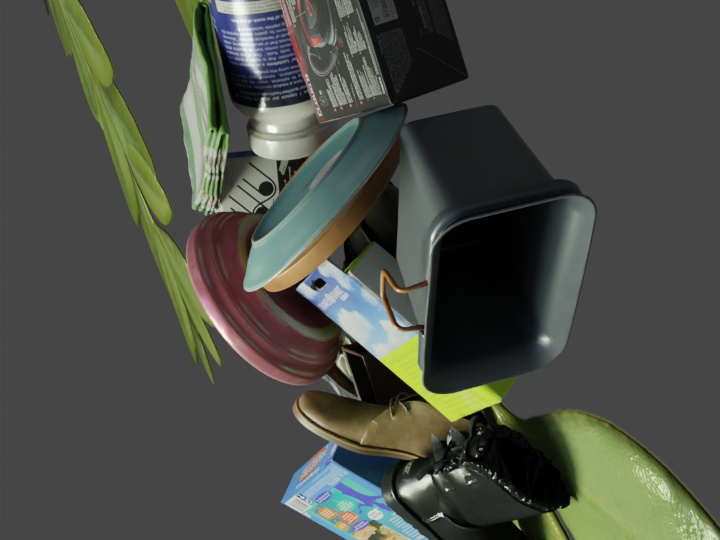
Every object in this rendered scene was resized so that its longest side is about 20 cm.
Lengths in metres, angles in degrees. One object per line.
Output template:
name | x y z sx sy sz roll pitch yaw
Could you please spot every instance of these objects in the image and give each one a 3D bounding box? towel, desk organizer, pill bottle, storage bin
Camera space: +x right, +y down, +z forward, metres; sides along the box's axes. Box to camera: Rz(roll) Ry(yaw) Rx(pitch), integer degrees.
towel | -0.165 -0.161 1.155 0.200 0.031 0.150 117 143 -67
desk organizer | 0.054 0.162 1.214 0.072 0.077 0.201 10 120 69
pill bottle | -0.081 -0.219 1.108 0.116 0.115 0.200 44 150 52
storage bin | 0.078 -0.020 0.866 0.200 0.145 0.135 89 163 -47

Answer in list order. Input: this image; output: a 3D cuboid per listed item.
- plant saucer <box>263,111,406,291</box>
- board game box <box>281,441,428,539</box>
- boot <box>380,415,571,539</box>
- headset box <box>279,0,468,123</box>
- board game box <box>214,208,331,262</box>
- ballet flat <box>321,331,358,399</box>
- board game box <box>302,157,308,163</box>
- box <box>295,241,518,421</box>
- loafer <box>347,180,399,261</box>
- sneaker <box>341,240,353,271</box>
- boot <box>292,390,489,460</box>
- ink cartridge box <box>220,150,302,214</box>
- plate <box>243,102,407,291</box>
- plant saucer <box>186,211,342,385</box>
plant saucer | -0.035 -0.069 1.035 0.032 0.201 0.200 39 170 -18
board game box | 0.032 0.259 1.206 0.200 0.045 0.152 32 144 -8
boot | 0.129 0.220 1.047 0.198 0.073 0.162 39 141 -16
headset box | -0.002 -0.211 0.954 0.200 0.075 0.149 5 114 69
board game box | -0.104 -0.028 1.399 0.105 0.103 0.201 155 94 -78
ballet flat | -0.023 0.112 1.394 0.200 0.073 0.073 46 153 36
board game box | -0.056 -0.115 1.268 0.096 0.030 0.201 145 112 -72
box | 0.041 0.053 1.032 0.200 0.048 0.122 40 157 -2
loafer | 0.019 -0.050 1.091 0.200 0.073 0.072 46 147 45
sneaker | 0.000 0.000 1.223 0.200 0.075 0.116 -156 61 -66
boot | 0.033 0.146 1.123 0.074 0.199 0.076 -72 -2 -63
ink cartridge box | -0.105 -0.033 1.254 0.044 0.094 0.201 -123 28 -72
plate | -0.037 -0.067 0.917 0.026 0.200 0.200 41 166 -12
plant saucer | -0.085 0.018 1.132 0.051 0.200 0.201 -37 70 26
